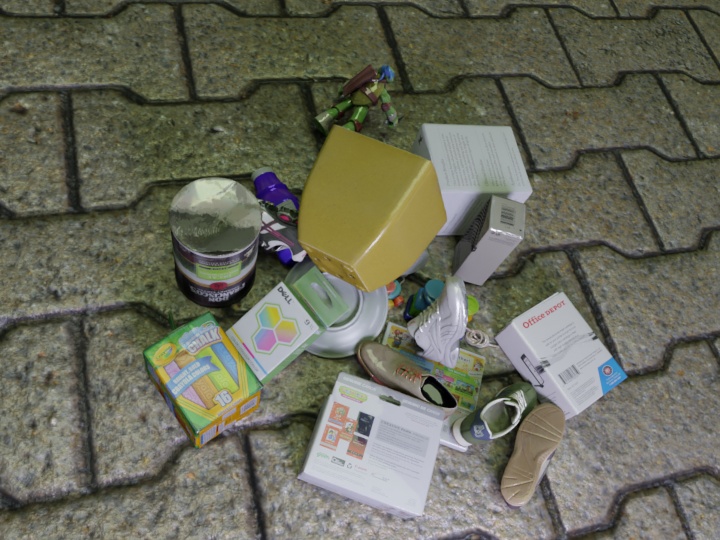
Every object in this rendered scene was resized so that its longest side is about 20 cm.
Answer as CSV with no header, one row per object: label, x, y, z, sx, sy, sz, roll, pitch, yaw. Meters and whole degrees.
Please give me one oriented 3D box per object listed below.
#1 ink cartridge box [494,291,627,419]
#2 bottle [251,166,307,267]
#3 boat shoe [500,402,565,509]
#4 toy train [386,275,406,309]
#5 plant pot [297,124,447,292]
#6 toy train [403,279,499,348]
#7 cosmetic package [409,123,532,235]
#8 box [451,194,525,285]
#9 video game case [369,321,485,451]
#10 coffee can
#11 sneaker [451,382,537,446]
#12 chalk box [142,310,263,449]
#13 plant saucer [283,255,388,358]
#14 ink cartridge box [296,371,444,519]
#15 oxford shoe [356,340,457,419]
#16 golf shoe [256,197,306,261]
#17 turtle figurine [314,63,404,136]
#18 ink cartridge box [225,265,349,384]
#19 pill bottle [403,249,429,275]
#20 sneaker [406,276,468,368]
ink cartridge box,0.377,0.163,1.151,0.146,0.084,0.200,-25,71,-24
bottle,-0.151,-0.107,1.163,0.083,0.065,0.201,-31,71,6
boat shoe,0.299,0.325,1.061,0.072,0.065,0.200,23,58,19
toy train,0.000,0.000,1.157,0.199,0.056,0.151,13,61,-7
plant pot,0.005,-0.084,1.016,0.194,0.196,0.200,26,74,24
toy train,0.190,0.085,1.126,0.199,0.116,0.085,21,61,-3
cosmetic package,0.208,-0.183,1.240,0.199,0.166,0.168,-1,63,-15
box,0.242,-0.054,1.162,0.068,0.200,0.083,15,60,-6
video game case,0.117,0.208,1.100,0.199,0.023,0.183,20,61,-2
coffee can,-0.247,-0.043,1.034,0.146,0.200,0.147,6,62,-11
sneaker,0.259,0.248,1.060,0.200,0.090,0.067,-20,79,-32
chalk box,-0.265,0.159,0.971,0.124,0.125,0.200,-33,74,-26
plant saucer,-0.048,0.056,1.081,0.199,0.050,0.201,0,82,0
ink cartridge box,0.021,0.286,0.998,0.199,0.084,0.176,22,62,-3
oxford shoe,0.085,0.180,1.046,0.200,0.075,0.071,34,62,1
golf shoe,-0.173,-0.083,1.092,0.199,0.077,0.089,20,98,25
turtle figurine,0.004,-0.347,1.327,0.194,0.200,0.144,-44,103,-8
ink cartridge box,-0.128,0.090,1.026,0.200,0.059,0.104,-41,76,3
pill bottle,0.066,-0.096,1.179,0.112,0.113,0.201,-6,58,-17
sneaker,0.131,0.092,1.044,0.099,0.201,0.078,7,39,4
